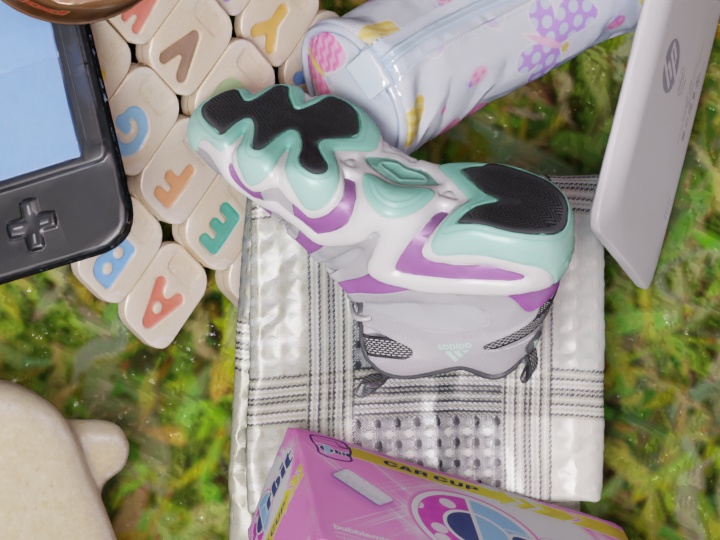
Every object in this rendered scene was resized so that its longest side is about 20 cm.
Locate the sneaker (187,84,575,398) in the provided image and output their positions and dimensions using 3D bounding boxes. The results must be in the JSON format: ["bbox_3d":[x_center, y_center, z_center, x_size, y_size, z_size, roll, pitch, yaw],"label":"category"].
[{"bbox_3d":[0.000,0.000,1.299,0.199,0.140,0.078,23,39,18],"label":"sneaker"}]

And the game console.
[{"bbox_3d":[-0.215,-0.090,1.199,0.171,0.119,0.201,-16,81,12],"label":"game console"}]

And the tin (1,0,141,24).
[{"bbox_3d":[-0.108,-0.207,1.217,0.112,0.042,0.201,30,77,-19],"label":"tin"}]

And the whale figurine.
[{"bbox_3d":[-0.173,0.136,1.307,0.200,0.104,0.159,44,75,-28],"label":"whale figurine"}]

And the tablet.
[{"bbox_3d":[0.159,-0.100,1.381,0.014,0.130,0.201,11,79,20],"label":"tablet"}]

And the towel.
[{"bbox_3d":[0.031,0.050,1.354,0.191,0.035,0.201,1,98,-12],"label":"towel"}]

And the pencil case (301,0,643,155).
[{"bbox_3d":[0.066,-0.127,1.361,0.199,0.091,0.083,-30,100,-26],"label":"pencil case"}]

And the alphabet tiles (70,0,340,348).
[{"bbox_3d":[-0.078,-0.070,1.321,0.196,0.015,0.200,-56,132,-16],"label":"alphabet tiles"}]

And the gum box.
[{"bbox_3d":[0.052,0.155,1.306,0.199,0.114,0.066,18,110,-16],"label":"gum box"}]
